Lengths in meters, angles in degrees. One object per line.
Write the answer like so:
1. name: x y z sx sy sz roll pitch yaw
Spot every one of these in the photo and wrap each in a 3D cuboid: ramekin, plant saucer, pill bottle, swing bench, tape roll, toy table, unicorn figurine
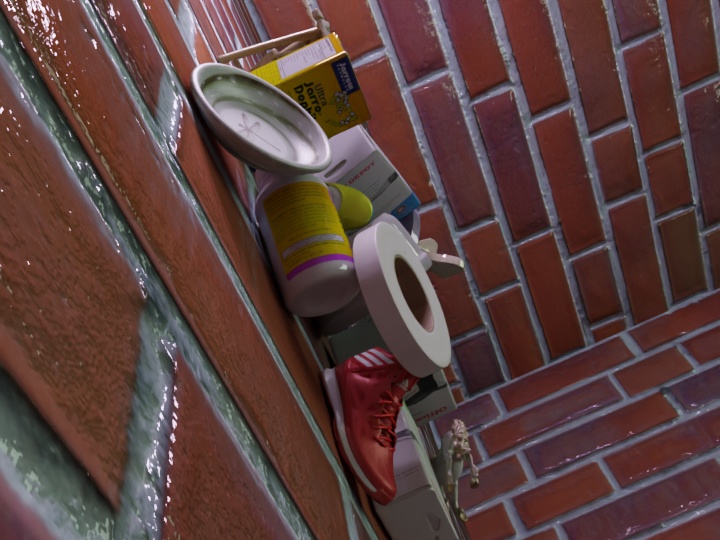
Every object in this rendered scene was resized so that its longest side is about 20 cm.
1. ramekin: 0.000 0.000 1.209 0.106 0.198 0.200 57 3 -3
2. plant saucer: -0.127 -0.174 0.989 0.198 0.050 0.202 29 29 -17
3. pill bottle: -0.074 -0.051 1.023 0.105 0.103 0.203 62 6 -62
4. swing bench: -0.108 -0.296 1.373 0.130 0.197 0.202 51 16 -81
5. tape roll: 0.055 0.035 1.024 0.204 0.037 0.204 53 20 -30
6. toy table: 0.084 -0.012 1.438 0.117 0.182 0.203 39 58 -27
7. unicorn figurine: 0.126 0.306 1.217 0.073 0.202 0.138 17 31 -22

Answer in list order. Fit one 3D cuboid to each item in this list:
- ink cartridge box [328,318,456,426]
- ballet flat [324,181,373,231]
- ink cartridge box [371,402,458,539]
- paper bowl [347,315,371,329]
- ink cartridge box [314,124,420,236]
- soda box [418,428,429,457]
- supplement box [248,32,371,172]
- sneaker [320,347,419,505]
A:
1. ink cartridge box: 0.054 0.163 1.251 0.201 0.143 0.084 64 3 -46
2. ballet flat: -0.073 -0.106 1.183 0.198 0.068 0.067 22 7 36
3. ink cartridge box: 0.054 0.275 1.118 0.201 0.083 0.147 -111 176 -51
4. paper bowl: 0.043 0.150 1.459 0.201 0.103 0.204 158 -89 -83
5. ink cartridge box: -0.006 -0.137 1.355 0.084 0.144 0.200 58 9 33
6. soda box: 0.091 0.345 1.442 0.064 0.069 0.202 63 6 -50
7. supplement box: -0.098 -0.251 1.202 0.109 0.197 0.111 -109 174 -58
8. sneaker: 0.027 0.174 0.980 0.078 0.114 0.202 46 14 -51
